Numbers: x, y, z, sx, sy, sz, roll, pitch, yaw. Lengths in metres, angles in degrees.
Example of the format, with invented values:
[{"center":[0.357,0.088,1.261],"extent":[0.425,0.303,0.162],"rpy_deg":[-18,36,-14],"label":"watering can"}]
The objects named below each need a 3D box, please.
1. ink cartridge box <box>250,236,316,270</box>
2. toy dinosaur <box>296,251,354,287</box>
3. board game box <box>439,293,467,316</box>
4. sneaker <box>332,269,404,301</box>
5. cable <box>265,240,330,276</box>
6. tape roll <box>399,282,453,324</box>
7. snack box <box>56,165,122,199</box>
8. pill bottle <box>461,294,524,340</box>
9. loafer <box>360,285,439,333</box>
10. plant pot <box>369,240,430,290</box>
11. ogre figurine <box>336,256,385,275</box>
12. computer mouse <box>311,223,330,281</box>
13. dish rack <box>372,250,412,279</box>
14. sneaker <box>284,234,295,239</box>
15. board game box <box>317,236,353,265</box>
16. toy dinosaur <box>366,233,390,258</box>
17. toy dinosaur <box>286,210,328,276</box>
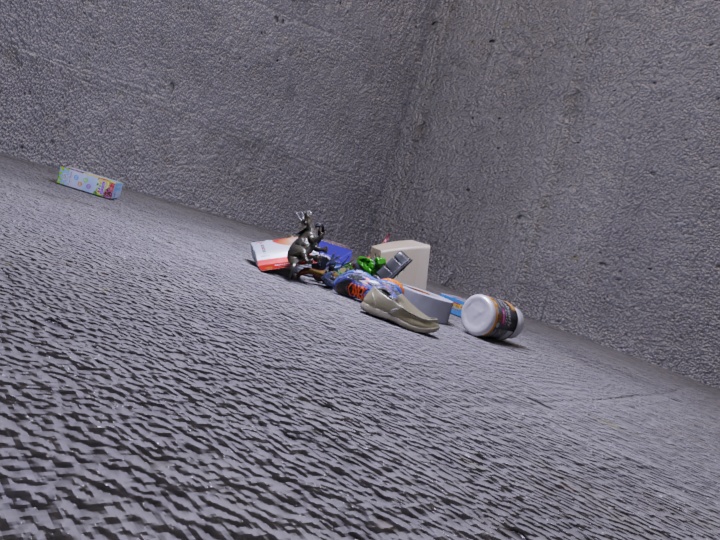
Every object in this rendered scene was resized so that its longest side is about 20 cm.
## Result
[{"center":[-0.217,-0.050,1.618],"extent":[0.157,0.052,0.200],"rpy_deg":[-8,12,-16],"label":"ink cartridge box"},{"center":[-0.079,0.007,1.673],"extent":[0.193,0.109,0.182],"rpy_deg":[7,-15,-2],"label":"toy dinosaur"},{"center":[0.406,0.147,2.145],"extent":[0.192,0.058,0.198],"rpy_deg":[20,4,30],"label":"board game box"},{"center":[0.019,0.052,1.554],"extent":[0.193,0.078,0.079],"rpy_deg":[7,28,6],"label":"sneaker"},{"center":[-0.210,-0.040,1.826],"extent":[0.195,0.071,0.199],"rpy_deg":[19,5,17],"label":"cable"},{"center":[0.175,0.095,1.733],"extent":[0.194,0.068,0.200],"rpy_deg":[18,5,-1],"label":"tape roll"},{"center":[-1.017,-0.331,2.200],"extent":[0.194,0.070,0.169],"rpy_deg":[18,4,-14],"label":"snack box"},{"center":[0.389,0.140,1.696],"extent":[0.197,0.120,0.115],"rpy_deg":[13,5,-45],"label":"pill bottle"},{"center":[0.097,0.092,1.368],"extent":[0.194,0.070,0.076],"rpy_deg":[18,4,6],"label":"loafer"},{"center":[0.127,-0.004,2.095],"extent":[0.171,0.207,0.199],"rpy_deg":[3,8,-15],"label":"plant pot"},{"center":[0.000,0.000,1.912],"extent":[0.100,0.197,0.120],"rpy_deg":[63,12,21],"label":"ogre figurine"},{"center":[-0.117,-0.044,1.656],"extent":[0.056,0.204,0.035],"rpy_deg":[-2,40,0],"label":"computer mouse"},{"center":[0.082,0.016,1.789],"extent":[0.055,0.153,0.200],"rpy_deg":[48,-8,7],"label":"dish rack"},{"center":[-0.260,-0.082,2.008],"extent":[0.066,0.093,0.198],"rpy_deg":[20,4,30],"label":"sneaker"},{"center":[-0.124,-0.067,2.391],"extent":[0.155,0.100,0.200],"rpy_deg":[17,4,-10],"label":"board game box"},{"center":[0.037,-0.038,2.267],"extent":[0.178,0.207,0.104],"rpy_deg":[2,-14,-41],"label":"toy dinosaur"},{"center":[-0.151,-0.057,1.548],"extent":[0.099,0.204,0.077],"rpy_deg":[9,-27,27],"label":"toy dinosaur"}]
